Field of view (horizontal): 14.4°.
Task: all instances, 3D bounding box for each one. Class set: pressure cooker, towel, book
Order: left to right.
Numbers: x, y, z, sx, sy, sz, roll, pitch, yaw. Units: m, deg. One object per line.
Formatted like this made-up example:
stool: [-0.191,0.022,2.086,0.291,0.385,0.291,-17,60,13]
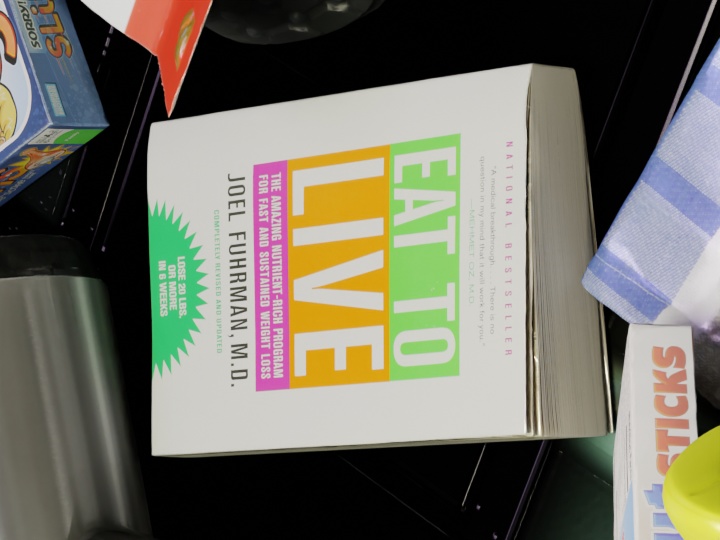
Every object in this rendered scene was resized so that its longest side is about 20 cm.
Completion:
pressure cooker: [-0.168,0.096,1.134,0.176,0.178,0.200,145,116,-75]
book: [0.000,0.000,1.067,0.200,0.048,0.134,-7,83,44]
towel: [0.167,0.007,0.925,0.200,0.024,0.147,46,119,31]

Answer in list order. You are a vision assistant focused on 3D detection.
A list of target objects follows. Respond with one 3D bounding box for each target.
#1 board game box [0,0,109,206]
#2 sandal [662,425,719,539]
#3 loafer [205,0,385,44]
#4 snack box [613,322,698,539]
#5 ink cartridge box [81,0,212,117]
board game box: [-0.191,-0.122,1.235,0.135,0.034,0.200,-33,70,38]
sandal: [0.192,0.092,0.848,0.200,0.080,0.087,2,119,16]
loafer: [0.003,-0.145,1.047,0.200,0.068,0.070,-32,34,46]
snack box: [0.094,0.113,0.899,0.072,0.024,0.200,93,-179,-46]
ink cartridge box: [-0.068,-0.166,1.043,0.200,0.057,0.163,-95,25,-68]
